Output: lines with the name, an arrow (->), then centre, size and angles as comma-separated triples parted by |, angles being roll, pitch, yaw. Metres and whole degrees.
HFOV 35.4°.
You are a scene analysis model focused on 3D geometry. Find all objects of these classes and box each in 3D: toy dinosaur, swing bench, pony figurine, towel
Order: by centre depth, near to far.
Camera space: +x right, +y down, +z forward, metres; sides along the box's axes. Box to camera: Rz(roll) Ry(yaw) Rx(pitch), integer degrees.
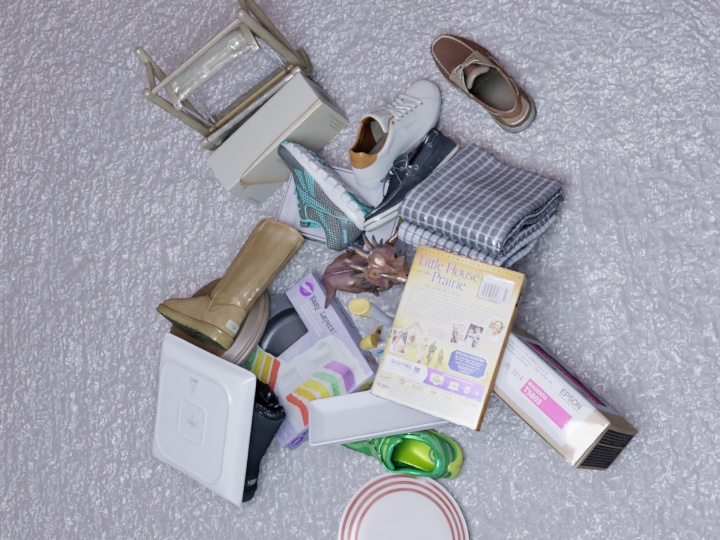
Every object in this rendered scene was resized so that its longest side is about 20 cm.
towel -> 0.165, -0.085, 1.514 | 0.165, 0.200, 0.086 | 20, 129, 28
pony figurine -> 0.086, 0.083, 1.534 | 0.191, 0.200, 0.168 | -6, 74, 9
toy dinosaur -> 0.000, 0.000, 1.545 | 0.199, 0.135, 0.087 | -22, 89, 32
swing bench -> -0.202, -0.300, 1.718 | 0.198, 0.200, 0.130 | -36, 43, 15

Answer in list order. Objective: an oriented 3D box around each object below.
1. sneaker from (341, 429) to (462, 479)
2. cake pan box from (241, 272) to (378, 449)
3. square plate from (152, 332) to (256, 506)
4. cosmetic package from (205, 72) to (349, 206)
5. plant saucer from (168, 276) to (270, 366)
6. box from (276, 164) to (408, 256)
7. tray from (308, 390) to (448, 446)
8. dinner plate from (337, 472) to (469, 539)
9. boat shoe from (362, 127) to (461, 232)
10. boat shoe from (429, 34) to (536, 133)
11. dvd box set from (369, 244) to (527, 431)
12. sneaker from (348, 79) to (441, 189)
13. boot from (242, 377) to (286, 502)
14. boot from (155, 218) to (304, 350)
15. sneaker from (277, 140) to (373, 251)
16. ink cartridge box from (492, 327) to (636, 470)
sneaker -> 0.044, 0.235, 1.561 | 0.198, 0.083, 0.075 | 13, 92, 27
cake pan box -> -0.087, 0.130, 1.667 | 0.184, 0.052, 0.201 | -37, 66, 12
square plate -> -0.233, 0.212, 1.611 | 0.199, 0.028, 0.200 | 20, 109, 38
cosmetic package -> -0.126, -0.198, 1.724 | 0.200, 0.103, 0.073 | -42, 66, 12
plant saucer -> -0.222, 0.086, 1.702 | 0.199, 0.029, 0.201 | -25, 42, 25
box -> -0.017, -0.089, 1.673 | 0.199, 0.060, 0.118 | 18, 87, 27
tray -> 0.027, 0.200, 1.553 | 0.198, 0.108, 0.022 | -10, 116, 2
dinner plate -> 0.060, 0.380, 1.559 | 0.198, 0.024, 0.202 | -6, 76, 24
boat shoe -> 0.063, -0.126, 1.567 | 0.062, 0.075, 0.200 | 47, 64, -6
boat shoe -> 0.172, -0.280, 1.618 | 0.200, 0.072, 0.076 | 43, 98, 26
dvd box set -> 0.109, 0.082, 1.402 | 0.145, 0.029, 0.202 | 16, 83, 19
sneaker -> 0.052, -0.215, 1.625 | 0.072, 0.085, 0.201 | 19, 63, 30
boot -> -0.197, 0.215, 1.649 | 0.200, 0.076, 0.169 | 38, 118, 34
boot -> -0.192, 0.012, 1.672 | 0.174, 0.066, 0.201 | 19, 69, 41
sneaker -> -0.067, -0.107, 1.628 | 0.091, 0.077, 0.200 | -49, 62, 13
ink cartridge box -> 0.243, 0.161, 1.440 | 0.200, 0.165, 0.075 | 44, 99, 25
